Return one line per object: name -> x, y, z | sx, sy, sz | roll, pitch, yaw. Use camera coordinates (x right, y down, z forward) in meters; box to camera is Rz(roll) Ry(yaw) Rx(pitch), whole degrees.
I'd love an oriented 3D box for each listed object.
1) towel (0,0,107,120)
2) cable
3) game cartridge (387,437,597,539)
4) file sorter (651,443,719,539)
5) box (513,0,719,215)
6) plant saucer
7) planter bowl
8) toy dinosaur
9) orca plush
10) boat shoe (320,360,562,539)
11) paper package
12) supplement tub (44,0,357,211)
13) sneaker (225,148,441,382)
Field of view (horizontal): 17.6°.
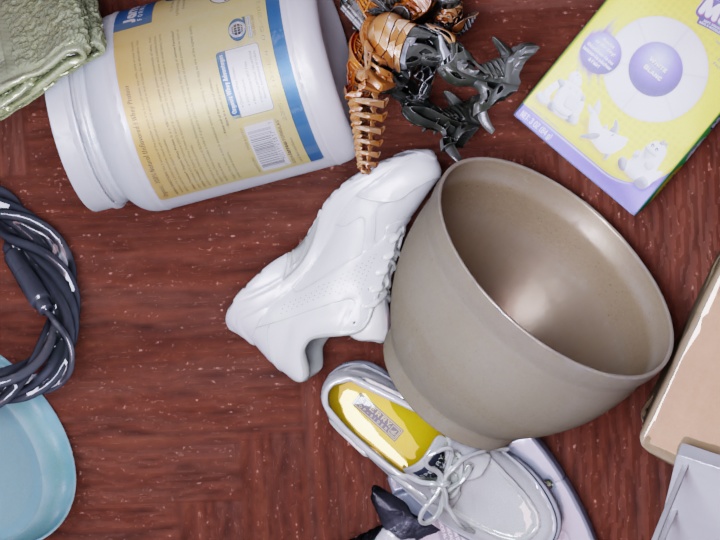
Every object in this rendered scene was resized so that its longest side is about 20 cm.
towel -> -0.251, -0.167, 1.642 | 0.148, 0.200, 0.037 | -30, 122, 9
cable -> -0.287, 0.013, 1.695 | 0.200, 0.051, 0.163 | 37, 55, 1
game cartridge -> 0.113, 0.224, 1.700 | 0.133, 0.040, 0.201 | -18, 93, 13
file sorter -> 0.252, 0.247, 1.584 | 0.138, 0.125, 0.201 | 18, 134, 14
box -> 0.216, -0.151, 1.646 | 0.117, 0.048, 0.200 | 39, 97, 2
plant saucer -> -0.297, 0.124, 1.675 | 0.200, 0.200, 0.027 | 44, 122, 2
planter bowl -> 0.100, 0.040, 1.618 | 0.200, 0.200, 0.135 | 40, 121, 2
toy dinosaur -> 0.035, -0.146, 1.626 | 0.135, 0.102, 0.201 | 30, 75, -11
orca plush -> -0.033, 0.222, 1.700 | 0.200, 0.105, 0.071 | -60, 42, 33
boat shoe -> 0.055, 0.136, 1.639 | 0.202, 0.086, 0.075 | 40, 99, 4
paper package -> 0.318, 0.079, 1.624 | 0.199, 0.103, 0.191 | 26, 97, 5
supplement tub -> -0.109, -0.125, 1.642 | 0.199, 0.145, 0.145 | -14, 93, 8
sneaker -> 0.000, 0.000, 1.671 | 0.099, 0.078, 0.200 | 47, 109, 11
